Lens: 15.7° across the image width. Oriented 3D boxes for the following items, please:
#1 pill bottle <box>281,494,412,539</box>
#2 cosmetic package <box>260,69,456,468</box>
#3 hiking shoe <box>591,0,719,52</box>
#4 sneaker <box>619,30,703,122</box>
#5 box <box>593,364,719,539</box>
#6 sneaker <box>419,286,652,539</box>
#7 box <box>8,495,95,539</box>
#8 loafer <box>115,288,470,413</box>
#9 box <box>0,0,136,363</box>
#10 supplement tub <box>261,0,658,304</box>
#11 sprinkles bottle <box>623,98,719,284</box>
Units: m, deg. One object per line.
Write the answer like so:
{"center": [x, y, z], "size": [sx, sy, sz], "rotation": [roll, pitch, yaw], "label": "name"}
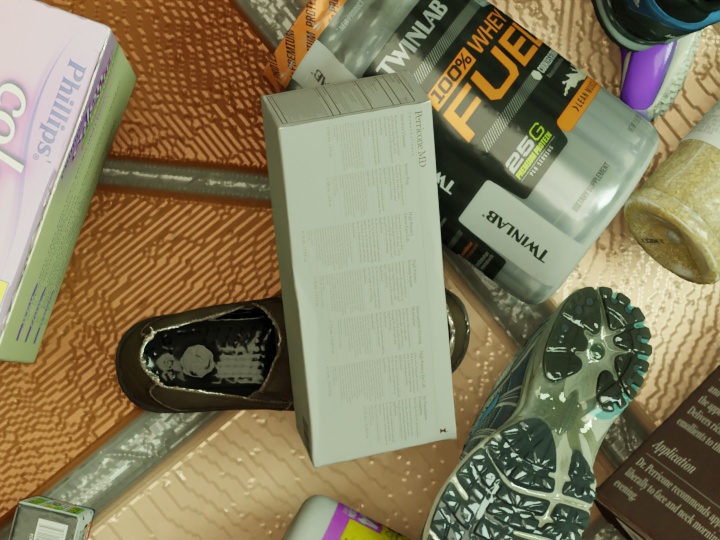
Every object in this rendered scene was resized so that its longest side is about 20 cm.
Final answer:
{"center": [0.037, 0.210, 1.422], "size": [0.200, 0.104, 0.104], "rotation": [28, 87, -1], "label": "pill bottle"}
{"center": [0.000, 0.000, 1.374], "size": [0.082, 0.051, 0.201], "rotation": [-10, 117, -10], "label": "cosmetic package"}
{"center": [0.222, -0.172, 1.393], "size": [0.200, 0.087, 0.075], "rotation": [-30, 97, -18], "label": "hiking shoe"}
{"center": [0.151, -0.184, 1.468], "size": [0.099, 0.070, 0.201], "rotation": [11, 82, 5], "label": "sneaker"}
{"center": [0.267, 0.128, 1.377], "size": [0.200, 0.166, 0.164], "rotation": [-44, 118, -4], "label": "box"}
{"center": [0.090, 0.105, 1.422], "size": [0.078, 0.086, 0.200], "rotation": [37, 66, -6], "label": "sneaker"}
{"center": [-0.188, 0.224, 1.411], "size": [0.035, 0.110, 0.201], "rotation": [14, 86, -1], "label": "box"}
{"center": [-0.036, 0.048, 1.444], "size": [0.199, 0.071, 0.073], "rotation": [-10, 88, -2], "label": "loafer"}
{"center": [-0.197, -0.049, 1.380], "size": [0.096, 0.200, 0.176], "rotation": [20, 87, -1], "label": "box"}
{"center": [0.053, -0.084, 1.428], "size": [0.200, 0.123, 0.123], "rotation": [36, 87, 0], "label": "supplement tub"}
{"center": [0.230, -0.083, 1.438], "size": [0.068, 0.068, 0.200], "rotation": [43, 72, 1], "label": "sprinkles bottle"}
